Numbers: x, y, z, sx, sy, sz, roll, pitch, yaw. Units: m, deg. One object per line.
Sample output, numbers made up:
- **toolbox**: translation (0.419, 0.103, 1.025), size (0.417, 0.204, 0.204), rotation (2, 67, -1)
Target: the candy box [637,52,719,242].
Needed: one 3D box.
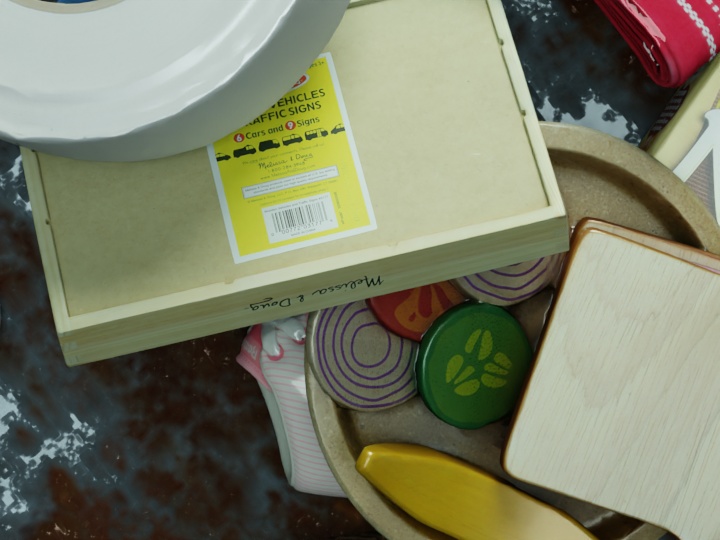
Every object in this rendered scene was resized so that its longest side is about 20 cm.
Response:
- **candy box**: translation (0.159, -0.010, 1.221), size (0.115, 0.055, 0.201), rotation (35, 92, -4)

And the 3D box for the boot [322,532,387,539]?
- **boot**: translation (0.060, 0.167, 1.221), size (0.198, 0.075, 0.108), rotation (10, 97, -3)

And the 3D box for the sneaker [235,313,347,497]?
- **sneaker**: translation (0.000, 0.000, 1.208), size (0.104, 0.075, 0.202), rotation (-2, 97, -6)

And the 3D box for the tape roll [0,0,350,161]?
- **tape roll**: translation (-0.099, -0.142, 1.095), size (0.201, 0.071, 0.204), rotation (-1, 86, 12)

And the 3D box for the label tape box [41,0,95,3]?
- **label tape box**: translation (-0.099, -0.173, 1.173), size (0.200, 0.063, 0.144), rotation (42, 103, 11)

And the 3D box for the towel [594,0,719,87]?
- **towel**: translation (0.139, -0.179, 1.180), size (0.200, 0.022, 0.145), rotation (-41, 94, -32)

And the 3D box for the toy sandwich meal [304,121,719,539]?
- **toy sandwich meal**: translation (0.078, 0.039, 1.148), size (0.203, 0.070, 0.207), rotation (-1, 96, -11)

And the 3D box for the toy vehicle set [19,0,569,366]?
- **toy vehicle set**: translation (-0.030, -0.043, 1.134), size (0.198, 0.027, 0.125), rotation (-13, 59, -2)
